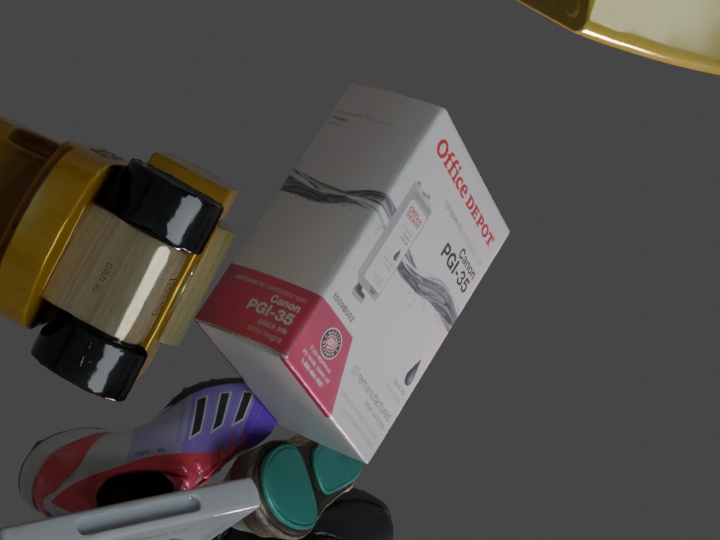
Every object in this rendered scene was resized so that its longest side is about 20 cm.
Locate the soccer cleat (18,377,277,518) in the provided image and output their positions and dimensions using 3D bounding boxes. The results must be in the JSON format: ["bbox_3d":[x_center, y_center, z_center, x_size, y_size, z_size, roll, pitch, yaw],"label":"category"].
[{"bbox_3d":[-0.121,0.124,1.063,0.199,0.073,0.069,-14,123,-42],"label":"soccer cleat"}]

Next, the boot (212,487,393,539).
[{"bbox_3d":[-0.001,0.229,1.186,0.199,0.168,0.077,9,107,-50],"label":"boot"}]

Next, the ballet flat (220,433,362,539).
[{"bbox_3d":[-0.056,0.149,1.116,0.200,0.067,0.069,1,71,-72],"label":"ballet flat"}]

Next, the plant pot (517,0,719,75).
[{"bbox_3d":[0.184,-0.242,1.076,0.175,0.200,0.201,-9,121,-31],"label":"plant pot"}]

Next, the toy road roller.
[{"bbox_3d":[-0.158,-0.021,0.917,0.123,0.145,0.200,-61,179,3],"label":"toy road roller"}]

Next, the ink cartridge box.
[{"bbox_3d":[0.000,0.000,1.079,0.201,0.082,0.147,-57,142,-19],"label":"ink cartridge box"}]

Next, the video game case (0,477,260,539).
[{"bbox_3d":[-0.183,0.185,0.986,0.181,0.024,0.200,-6,156,-46],"label":"video game case"}]
